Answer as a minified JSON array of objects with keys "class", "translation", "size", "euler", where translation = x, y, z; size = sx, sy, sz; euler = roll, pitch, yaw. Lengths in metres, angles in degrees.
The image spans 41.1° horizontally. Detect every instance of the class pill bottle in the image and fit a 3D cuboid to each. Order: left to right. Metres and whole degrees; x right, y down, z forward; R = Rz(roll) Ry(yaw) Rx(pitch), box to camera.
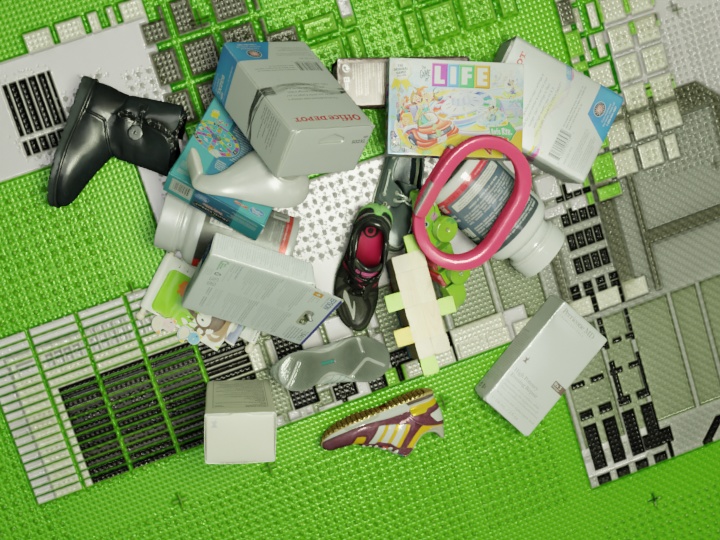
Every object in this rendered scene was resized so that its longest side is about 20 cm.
[{"class":"pill bottle","translation":[-0.197,-0.051,1.417],"size":[0.196,0.114,0.116],"euler":[17,94,-9]},{"class":"pill bottle","translation":[0.211,-0.088,1.463],"size":[0.199,0.120,0.120],"euler":[42,90,-9]}]

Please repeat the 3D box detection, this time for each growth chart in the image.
[{"class":"growth chart","translation":[-0.233,0.049,1.473],"size":[0.197,0.018,0.147],"euler":[19,94,-8]}]

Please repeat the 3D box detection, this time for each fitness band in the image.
[{"class":"fitness band","translation":[0.156,-0.096,1.363],"size":[0.142,0.038,0.202],"euler":[27,103,-19]}]

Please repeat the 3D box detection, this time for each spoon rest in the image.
[{"class":"spoon rest","translation":[-0.154,-0.132,1.323],"size":[0.197,0.060,0.101],"euler":[0,62,-40]}]

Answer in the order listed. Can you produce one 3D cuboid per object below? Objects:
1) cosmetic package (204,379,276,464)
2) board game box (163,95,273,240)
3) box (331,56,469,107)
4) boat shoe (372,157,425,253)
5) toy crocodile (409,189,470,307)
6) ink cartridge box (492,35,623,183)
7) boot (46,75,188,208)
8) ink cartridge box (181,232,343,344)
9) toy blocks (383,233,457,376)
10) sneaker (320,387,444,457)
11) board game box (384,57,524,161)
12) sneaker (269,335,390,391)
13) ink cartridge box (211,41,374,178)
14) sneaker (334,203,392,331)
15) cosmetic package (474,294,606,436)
[{"class":"cosmetic package","translation":[-0.177,0.218,1.405],"size":[0.103,0.200,0.073],"euler":[0,97,-7]},{"class":"board game box","translation":[-0.173,-0.163,1.386],"size":[0.149,0.047,0.202],"euler":[29,55,-9]},{"class":"box","translation":[0.058,-0.279,1.433],"size":[0.196,0.100,0.077],"euler":[-4,97,-6]},{"class":"boat shoe","translation":[0.061,-0.126,1.468],"size":[0.071,0.062,0.204],"euler":[7,96,-10]},{"class":"toy crocodile","translation":[0.116,-0.031,1.460],"size":[0.061,0.067,0.202],"euler":[-33,122,-19]},{"class":"ink cartridge box","translation":[0.277,-0.243,1.473],"size":[0.197,0.085,0.146],"euler":[27,92,-11]},{"class":"boot","translation":[-0.352,-0.167,1.402],"size":[0.165,0.076,0.204],"euler":[19,88,-5]},{"class":"ink cartridge box","translation":[-0.142,0.031,1.377],"size":[0.197,0.200,0.041],"euler":[20,61,-15]},{"class":"toy blocks","translation":[0.083,0.053,1.460],"size":[0.098,0.137,0.204],"euler":[-15,88,-5]},{"class":"sneaker","translation":[0.037,0.258,1.502],"size":[0.197,0.075,0.092],"euler":[-21,93,-4]},{"class":"board game box","translation":[0.134,-0.229,1.373],"size":[0.196,0.034,0.137],"euler":[1,90,-7]},{"class":"sneaker","translation":[-0.048,0.141,1.484],"size":[0.197,0.080,0.072],"euler":[-4,89,-26]},{"class":"ink cartridge box","translation":[-0.097,-0.229,1.346],"size":[0.143,0.201,0.084],"euler":[-10,141,-38]},{"class":"sneaker","translation":[0.000,0.000,1.453],"size":[0.075,0.084,0.204],"euler":[10,110,2]},{"class":"cosmetic package","translation":[0.284,0.149,1.524],"size":[0.101,0.074,0.201],"euler":[39,91,-10]}]
